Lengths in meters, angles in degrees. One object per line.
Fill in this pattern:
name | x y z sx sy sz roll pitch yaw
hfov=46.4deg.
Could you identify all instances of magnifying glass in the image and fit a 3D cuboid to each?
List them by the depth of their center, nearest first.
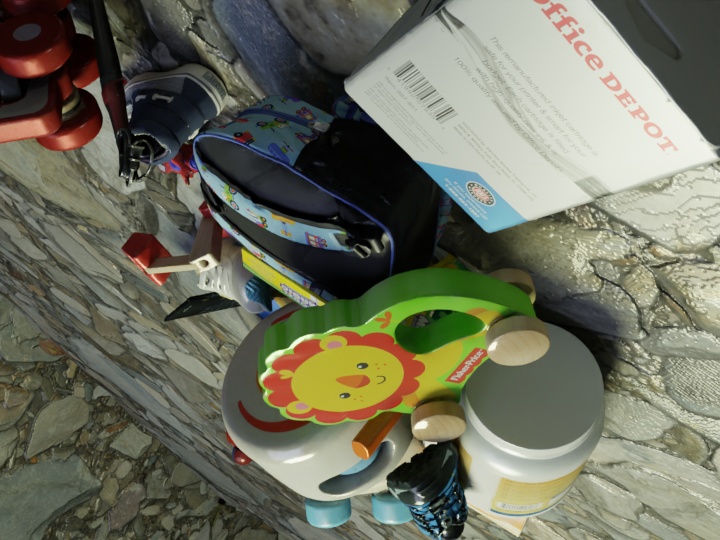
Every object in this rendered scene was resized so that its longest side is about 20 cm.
magnifying glass | 0.055 0.099 0.802 0.022 0.200 0.080 19 140 28

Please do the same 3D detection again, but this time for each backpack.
backpack | -0.034 -0.065 0.704 0.199 0.135 0.183 28 156 17

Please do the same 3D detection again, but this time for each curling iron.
curling iron | -0.223 -0.171 0.776 0.050 0.025 0.201 -34 66 48

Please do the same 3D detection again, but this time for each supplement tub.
supplement tub | 0.156 0.148 0.819 0.144 0.145 0.200 29 155 18

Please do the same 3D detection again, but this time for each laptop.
laptop | -0.153 0.081 1.173 0.177 0.199 0.104 -28 75 64

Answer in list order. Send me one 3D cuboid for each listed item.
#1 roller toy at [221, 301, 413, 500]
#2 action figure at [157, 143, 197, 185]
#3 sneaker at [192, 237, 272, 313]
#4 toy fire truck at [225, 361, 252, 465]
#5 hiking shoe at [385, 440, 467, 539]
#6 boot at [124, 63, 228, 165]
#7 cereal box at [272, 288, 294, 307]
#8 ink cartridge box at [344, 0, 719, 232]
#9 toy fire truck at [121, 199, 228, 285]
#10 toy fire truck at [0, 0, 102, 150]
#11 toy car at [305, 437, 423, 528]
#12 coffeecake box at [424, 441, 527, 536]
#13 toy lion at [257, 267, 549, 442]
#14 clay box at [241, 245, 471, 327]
roller toy | -0.040 0.134 0.870 0.199 0.183 0.140 3 148 34
action figure | -0.159 -0.113 0.882 0.065 0.052 0.199 3 -173 -43
sneaker | -0.146 0.003 0.957 0.200 0.080 0.077 -141 46 -70
toy fire truck | -0.124 0.208 1.250 0.112 0.169 0.200 17 -178 37
hiking shoe | 0.076 0.215 0.806 0.087 0.074 0.200 55 177 14
boot | -0.217 -0.151 0.854 0.073 0.091 0.199 47 154 -24
cereal box | 0.002 0.077 0.982 0.143 0.040 0.200 6 149 29
ink cartridge box | 0.103 -0.115 0.487 0.145 0.084 0.200 44 156 -15
toy fire truck | -0.156 -0.043 0.905 0.199 0.141 0.049 11 146 46
toy fire truck | -0.339 -0.191 0.783 0.167 0.201 0.112 -10 143 -2
toy car | 0.000 0.224 1.163 0.176 0.186 0.200 -5 -171 5
coffeecake box | 0.164 0.249 1.084 0.153 0.073 0.200 29 155 20
toy lion | 0.020 0.066 0.672 0.191 0.069 0.200 14 136 -23
clay box | 0.000 0.000 0.802 0.199 0.115 0.048 34 157 8
